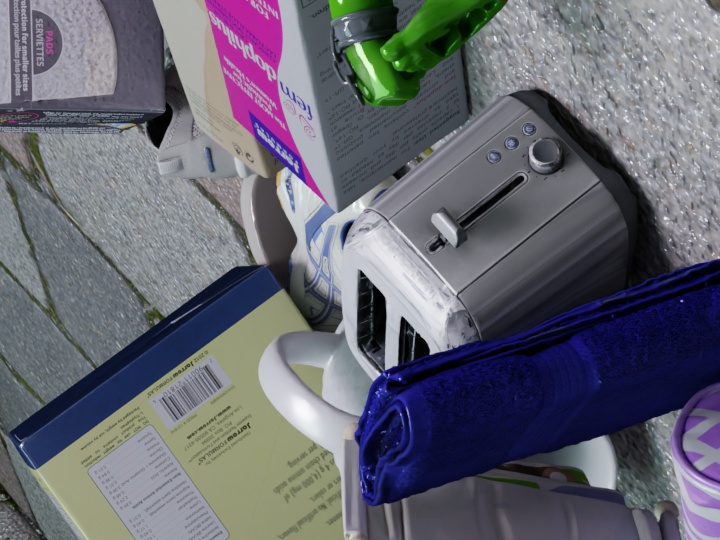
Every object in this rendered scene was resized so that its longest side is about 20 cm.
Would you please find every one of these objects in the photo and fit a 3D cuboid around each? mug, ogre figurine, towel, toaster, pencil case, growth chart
[{"bbox_3d":[0.031,0.085,1.417,0.148,0.199,0.176,-63,33,21],"label":"mug"},{"bbox_3d":[0.029,-0.176,1.085,0.120,0.098,0.200,59,157,23],"label":"ogre figurine"},{"bbox_3d":[0.095,0.055,1.189,0.148,0.199,0.050,115,137,-69],"label":"towel"},{"bbox_3d":[0.065,0.006,1.275,0.114,0.129,0.200,49,162,20],"label":"toaster"},{"bbox_3d":[0.212,0.143,1.229,0.085,0.084,0.201,4,140,22],"label":"pencil case"},{"bbox_3d":[0.081,0.131,1.250,0.145,0.199,0.018,-74,-4,-64],"label":"growth chart"}]

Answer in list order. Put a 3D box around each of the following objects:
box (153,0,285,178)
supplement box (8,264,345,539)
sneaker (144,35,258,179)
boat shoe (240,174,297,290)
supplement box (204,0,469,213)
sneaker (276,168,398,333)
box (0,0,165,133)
[{"bbox_3d":[-0.065,-0.163,1.368,0.078,0.095,0.201,38,157,40],"label":"box"},{"bbox_3d":[-0.092,0.133,1.566,0.200,0.200,0.134,55,171,-6],"label":"supplement box"},{"bbox_3d":[-0.113,-0.116,1.536,0.200,0.082,0.075,-121,21,-64],"label":"sneaker"},{"bbox_3d":[-0.043,0.005,1.638,0.093,0.075,0.201,12,136,54],"label":"boat shoe"},{"bbox_3d":[-0.017,-0.144,1.264,0.101,0.103,0.200,42,160,32],"label":"supplement box"},{"bbox_3d":[0.000,0.000,1.523,0.088,0.075,0.201,40,158,38],"label":"sneaker"},{"bbox_3d":[-0.197,-0.190,1.463,0.115,0.131,0.201,168,101,-69],"label":"box"}]
